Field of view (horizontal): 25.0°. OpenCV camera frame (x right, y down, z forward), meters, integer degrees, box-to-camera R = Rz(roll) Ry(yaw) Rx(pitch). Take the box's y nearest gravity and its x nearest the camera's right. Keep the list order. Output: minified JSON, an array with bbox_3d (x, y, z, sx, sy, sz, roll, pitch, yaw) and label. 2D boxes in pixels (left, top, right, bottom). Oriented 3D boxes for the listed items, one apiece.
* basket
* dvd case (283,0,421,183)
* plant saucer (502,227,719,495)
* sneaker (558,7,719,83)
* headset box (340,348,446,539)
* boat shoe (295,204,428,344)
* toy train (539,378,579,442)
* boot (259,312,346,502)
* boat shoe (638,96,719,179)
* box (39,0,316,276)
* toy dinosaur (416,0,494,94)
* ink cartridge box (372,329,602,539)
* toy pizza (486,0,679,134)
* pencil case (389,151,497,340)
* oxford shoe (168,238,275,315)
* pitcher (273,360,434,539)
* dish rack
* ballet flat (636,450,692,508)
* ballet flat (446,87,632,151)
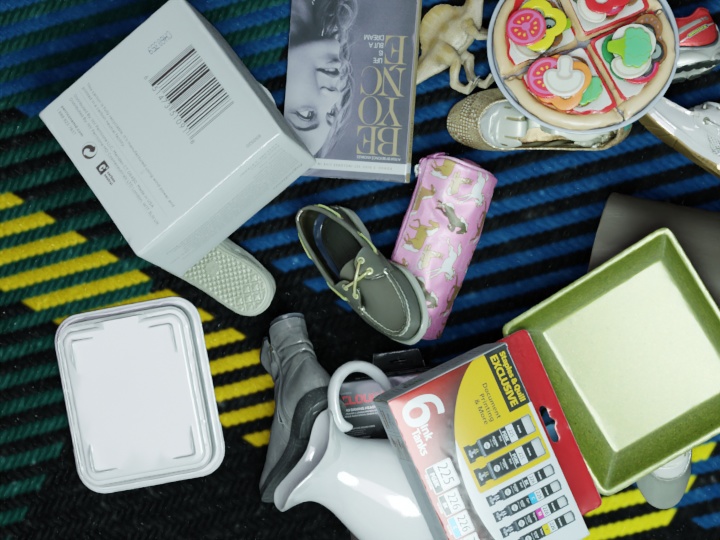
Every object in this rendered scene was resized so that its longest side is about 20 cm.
[{"bbox_3d":[0.341,-0.002,1.678,0.197,0.180,0.138,15,101,13],"label":"basket"},{"bbox_3d":[-0.011,-0.199,1.740,0.147,0.016,0.203,5,94,20],"label":"dvd case"},{"bbox_3d":[0.274,0.089,1.613,0.199,0.048,0.201,-32,88,18],"label":"plant saucer"},{"bbox_3d":[0.280,-0.237,1.717,0.197,0.077,0.086,-7,77,2],"label":"sneaker"},{"bbox_3d":[0.051,0.186,1.747,0.146,0.075,0.203,-7,93,5],"label":"headset box"},{"bbox_3d":[-0.002,0.002,1.697,0.072,0.060,0.202,-54,51,20],"label":"boat shoe"},{"bbox_3d":[0.236,0.108,1.708,0.084,0.116,0.202,24,95,2],"label":"toy train"},{"bbox_3d":[-0.076,0.148,1.754,0.069,0.132,0.201,-2,138,-31],"label":"boot"},{"bbox_3d":[0.369,-0.146,1.710,0.199,0.071,0.070,33,94,-7],"label":"boat shoe"},{"bbox_3d":[-0.189,-0.138,1.695,0.199,0.131,0.200,-39,72,6],"label":"box"},{"bbox_3d":[0.097,-0.233,1.740,0.101,0.058,0.201,42,102,18],"label":"toy dinosaur"},{"bbox_3d":[0.133,0.178,1.562,0.174,0.084,0.202,-25,92,-11],"label":"ink cartridge box"},{"bbox_3d":[0.229,-0.237,1.666,0.197,0.032,0.203,-1,72,4],"label":"toy pizza"},{"bbox_3d":[0.076,-0.024,1.731,0.086,0.083,0.202,21,96,28],"label":"pencil case"},{"bbox_3d":[-0.170,-0.018,1.765,0.199,0.058,0.076,37,98,16],"label":"oxford shoe"},{"bbox_3d":[0.034,0.200,1.644,0.198,0.121,0.173,25,82,-14],"label":"pitcher"},{"bbox_3d":[-0.247,0.139,1.784,0.169,0.044,0.203,-10,92,6],"label":"dish rack"},{"bbox_3d":[0.324,0.158,1.731,0.066,0.064,0.203,3,94,4],"label":"ballet flat"},{"bbox_3d":[0.189,-0.158,1.720,0.197,0.065,0.072,-3,104,6],"label":"ballet flat"}]
